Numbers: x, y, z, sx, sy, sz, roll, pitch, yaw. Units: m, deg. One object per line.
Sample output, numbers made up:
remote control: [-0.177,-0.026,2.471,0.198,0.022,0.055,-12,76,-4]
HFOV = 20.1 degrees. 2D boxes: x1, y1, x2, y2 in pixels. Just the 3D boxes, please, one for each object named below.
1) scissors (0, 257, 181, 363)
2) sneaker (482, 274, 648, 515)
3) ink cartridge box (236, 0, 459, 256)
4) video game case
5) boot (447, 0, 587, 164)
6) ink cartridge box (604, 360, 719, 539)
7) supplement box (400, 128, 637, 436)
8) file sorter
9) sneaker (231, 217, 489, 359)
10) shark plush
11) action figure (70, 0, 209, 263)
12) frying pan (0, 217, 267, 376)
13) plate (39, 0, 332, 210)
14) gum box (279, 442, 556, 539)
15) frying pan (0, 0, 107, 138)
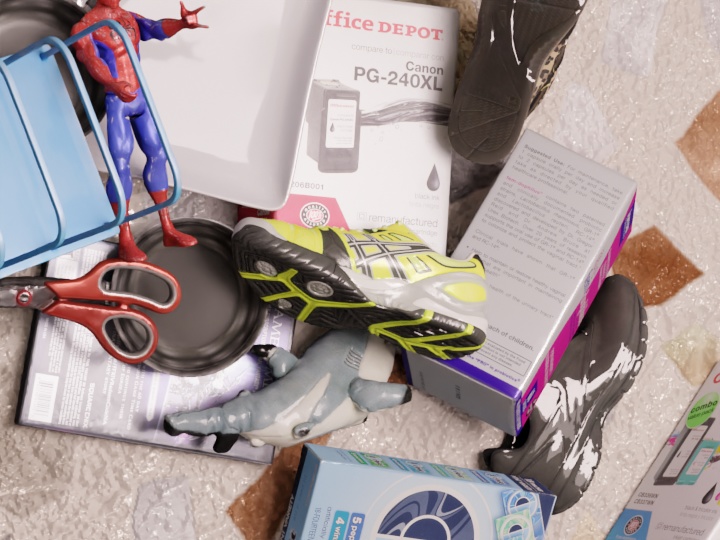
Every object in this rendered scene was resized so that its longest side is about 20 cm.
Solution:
scissors: [-0.222,0.012,1.414,0.199,0.014,0.073,15,93,-22]
sneaker: [0.164,0.089,1.617,0.091,0.076,0.201,26,75,-12]
ink cartridge box: [-0.010,-0.106,1.538,0.145,0.083,0.201,4,88,-22]
video game case: [-0.147,0.059,1.509,0.199,0.019,0.143,12,84,-24]
boot: [0.128,-0.184,1.541,0.073,0.151,0.201,20,103,5]
ink cartridge box: [0.326,0.193,1.641,0.146,0.147,0.200,40,73,-16]
supplement box: [0.123,0.009,1.563,0.103,0.101,0.200,26,74,14]
file sorter: [-0.234,-0.067,1.296,0.200,0.123,0.139,-23,95,-37]
sneaker: [0.000,0.000,1.471,0.199,0.075,0.077,21,59,-17]
shark plush: [-0.059,0.090,1.521,0.199,0.091,0.084,-18,84,-18]
action figure: [-0.144,-0.108,1.382,0.065,0.099,0.201,-19,103,-34]
frying pan: [-0.159,0.031,1.471,0.189,0.031,0.115,-20,94,-9]
plate: [-0.130,-0.159,1.457,0.199,0.032,0.200,12,89,-6]
gum box: [0.033,0.230,1.544,0.199,0.045,0.171,11,100,-23]
frying pan: [-0.215,-0.172,1.414,0.115,0.031,0.191,23,77,-16]
